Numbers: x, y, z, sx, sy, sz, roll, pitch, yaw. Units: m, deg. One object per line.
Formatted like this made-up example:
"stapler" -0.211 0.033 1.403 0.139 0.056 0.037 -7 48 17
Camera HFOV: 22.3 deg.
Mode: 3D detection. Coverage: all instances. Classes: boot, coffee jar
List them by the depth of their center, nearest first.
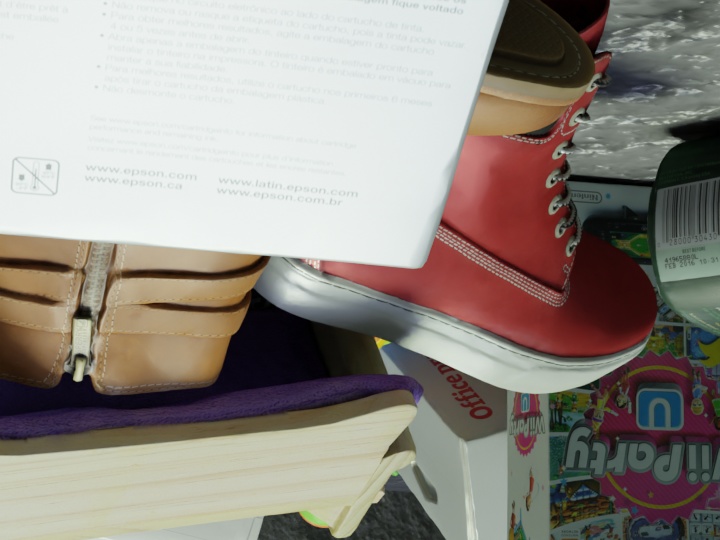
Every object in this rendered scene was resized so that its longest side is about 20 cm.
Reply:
"boot" -0.037 -0.026 0.563 0.198 0.156 0.074 10 -148 2
"boot" 0.068 -0.032 0.651 0.199 0.073 0.144 15 129 -41
"coffee jar" 0.226 -0.023 0.760 0.199 0.086 0.104 -9 160 43

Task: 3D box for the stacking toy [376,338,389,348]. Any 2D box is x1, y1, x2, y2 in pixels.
"stacking toy" 0.000 0.000 0.908 0.109 0.117 0.199 -3 -179 33

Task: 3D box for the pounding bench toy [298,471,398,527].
"pounding bench toy" -0.011 0.084 1.168 0.198 0.158 0.124 0 170 -1

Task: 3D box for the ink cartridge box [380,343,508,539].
"ink cartridge box" 0.124 0.076 1.027 0.198 0.088 0.145 -15 -156 -13

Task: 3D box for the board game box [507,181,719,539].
"board game box" 0.149 0.063 0.914 0.146 0.202 0.064 3 171 -17

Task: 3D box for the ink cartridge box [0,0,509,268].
"ink cartridge box" -0.059 -0.087 0.421 0.197 0.041 0.201 5 137 -11

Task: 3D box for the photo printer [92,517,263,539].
"photo printer" -0.139 0.072 1.033 0.198 0.168 0.069 16 177 -22

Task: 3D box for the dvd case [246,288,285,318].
"dvd case" -0.066 -0.014 0.671 0.198 0.025 0.151 -12 143 -19

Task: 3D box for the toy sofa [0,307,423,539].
"toy sofa" -0.083 0.047 0.645 0.198 0.083 0.098 -4 145 -26
